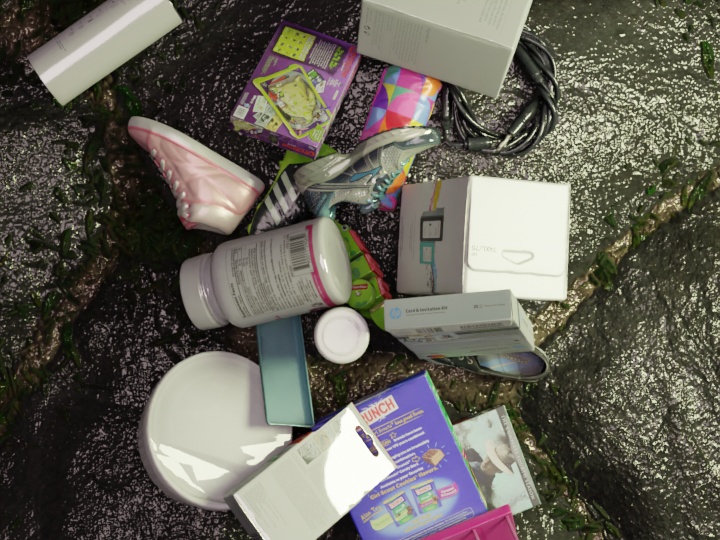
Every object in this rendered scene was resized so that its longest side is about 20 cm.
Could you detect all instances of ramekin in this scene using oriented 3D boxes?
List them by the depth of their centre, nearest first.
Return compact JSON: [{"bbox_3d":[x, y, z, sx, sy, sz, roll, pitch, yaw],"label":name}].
[{"bbox_3d":[-0.195,0.213,1.663,0.201,0.094,0.204,10,68,-25],"label":"ramekin"}]

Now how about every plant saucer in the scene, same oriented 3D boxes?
[{"bbox_3d":[-0.105,0.112,1.687,0.070,0.019,0.201,8,60,-31],"label":"plant saucer"}]

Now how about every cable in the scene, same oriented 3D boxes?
[{"bbox_3d":[0.190,-0.256,1.737,0.162,0.051,0.202,3,89,-2],"label":"cable"}]

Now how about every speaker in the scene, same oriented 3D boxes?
[{"bbox_3d":[-0.338,-0.305,1.702,0.200,0.081,0.081,-36,91,-2],"label":"speaker"}]

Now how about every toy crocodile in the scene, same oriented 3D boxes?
[{"bbox_3d":[0.000,0.000,1.696,0.062,0.067,0.201,-33,65,8],"label":"toy crocodile"}]

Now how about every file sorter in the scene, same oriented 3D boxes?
[{"bbox_3d":[0.128,0.418,1.661,0.199,0.139,0.126,-22,55,-2],"label":"file sorter"}]

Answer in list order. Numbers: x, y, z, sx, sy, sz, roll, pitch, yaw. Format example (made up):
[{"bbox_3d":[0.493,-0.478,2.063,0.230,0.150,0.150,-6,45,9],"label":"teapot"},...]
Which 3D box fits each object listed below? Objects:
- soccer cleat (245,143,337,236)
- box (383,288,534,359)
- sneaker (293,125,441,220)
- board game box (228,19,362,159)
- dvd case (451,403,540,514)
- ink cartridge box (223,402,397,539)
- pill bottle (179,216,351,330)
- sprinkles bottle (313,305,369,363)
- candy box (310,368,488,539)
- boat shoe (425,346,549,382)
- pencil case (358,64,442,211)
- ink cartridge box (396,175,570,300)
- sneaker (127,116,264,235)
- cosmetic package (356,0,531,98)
[{"bbox_3d":[-0.091,-0.081,1.709,0.081,0.067,0.201,21,87,28],"label":"soccer cleat"},{"bbox_3d":[0.126,0.070,1.598,0.155,0.200,0.041,-5,74,14],"label":"box"},{"bbox_3d":[0.018,-0.121,1.637,0.199,0.078,0.087,-22,86,20],"label":"sneaker"},{"bbox_3d":[-0.081,-0.238,1.677,0.119,0.032,0.201,18,51,7],"label":"board game box"},{"bbox_3d":[0.126,0.283,1.743,0.199,0.022,0.147,-20,90,-3],"label":"dvd case"},{"bbox_3d":[-0.061,0.267,1.622,0.200,0.050,0.109,-36,92,-27],"label":"ink cartridge box"},{"bbox_3d":[-0.120,0.008,1.637,0.199,0.113,0.114,-13,90,15],"label":"pill bottle"},{"bbox_3d":[-0.025,0.080,1.650,0.068,0.200,0.069,0,89,-2],"label":"sprinkles bottle"},{"bbox_3d":[0.052,0.255,1.692,0.168,0.077,0.201,-24,91,2],"label":"candy box"},{"bbox_3d":[0.159,0.108,1.723,0.199,0.066,0.070,19,89,-2],"label":"boat shoe"},{"bbox_3d":[0.038,-0.177,1.715,0.088,0.088,0.201,23,87,-2],"label":"pencil case"},{"bbox_3d":[0.154,-0.038,1.641,0.146,0.200,0.147,4,89,-22],"label":"ink cartridge box"},{"bbox_3d":[-0.235,-0.119,1.706,0.199,0.075,0.105,30,83,-6],"label":"sneaker"},{"bbox_3d":[0.121,-0.359,1.661,0.199,0.123,0.200,19,66,5],"label":"cosmetic package"}]
